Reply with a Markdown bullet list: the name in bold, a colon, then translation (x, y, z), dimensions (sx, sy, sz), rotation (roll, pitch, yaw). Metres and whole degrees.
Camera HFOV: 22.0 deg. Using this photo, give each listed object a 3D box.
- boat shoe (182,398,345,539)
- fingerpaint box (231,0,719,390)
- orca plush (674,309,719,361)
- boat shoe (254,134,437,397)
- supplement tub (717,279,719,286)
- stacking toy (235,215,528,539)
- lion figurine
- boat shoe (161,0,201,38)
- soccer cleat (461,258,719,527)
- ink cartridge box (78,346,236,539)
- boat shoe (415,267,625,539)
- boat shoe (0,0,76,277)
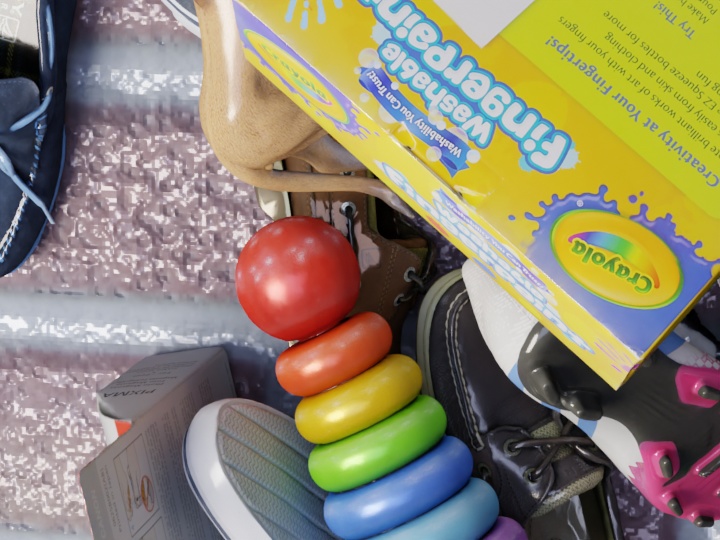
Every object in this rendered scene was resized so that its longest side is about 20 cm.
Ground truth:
- **boat shoe**: translation (-0.029, 0.133, 0.846), dimensions (0.067, 0.074, 0.200), rotation (-19, 130, 29)
- **fingerpaint box**: translation (0.080, -0.085, 0.699), dimensions (0.200, 0.073, 0.167), rotation (41, 81, 9)
- **orca plush**: translation (0.113, -0.028, 0.833), dimensions (0.199, 0.105, 0.071), rotation (34, 64, -8)
- **boat shoe**: translation (0.000, 0.000, 0.853), dimensions (0.068, 0.072, 0.201), rotation (-13, 98, 12)
- **supplement tub**: translation (0.232, 0.015, 0.787), dimensions (0.122, 0.123, 0.200), rotation (-35, 98, 13)
- **stacking toy**: translation (0.005, 0.070, 0.801), dimensions (0.085, 0.085, 0.201), rotation (-25, 92, 12)
- **lion figurine**: translation (-0.044, -0.105, 0.761), dimensions (0.122, 0.072, 0.201), rotation (-18, 98, -30)
- **boat shoe**: translation (-0.086, -0.172, 0.808), dimensions (0.071, 0.091, 0.200), rotation (-44, 84, -6)
- **soccer cleat**: translation (0.117, 0.043, 0.816), dimensions (0.070, 0.086, 0.200), rotation (-44, 134, 8)
- **ink cartridge box**: translation (-0.090, 0.135, 0.826), dimensions (0.057, 0.200, 0.164), rotation (-9, 99, 19)
- **boat shoe**: translation (0.085, 0.093, 0.851), dimensions (0.073, 0.065, 0.201), rotation (-28, 106, -26)
- **boat shoe**: translation (-0.179, -0.092, 0.865), dimensions (0.084, 0.069, 0.201), rotation (7, 102, 8)
